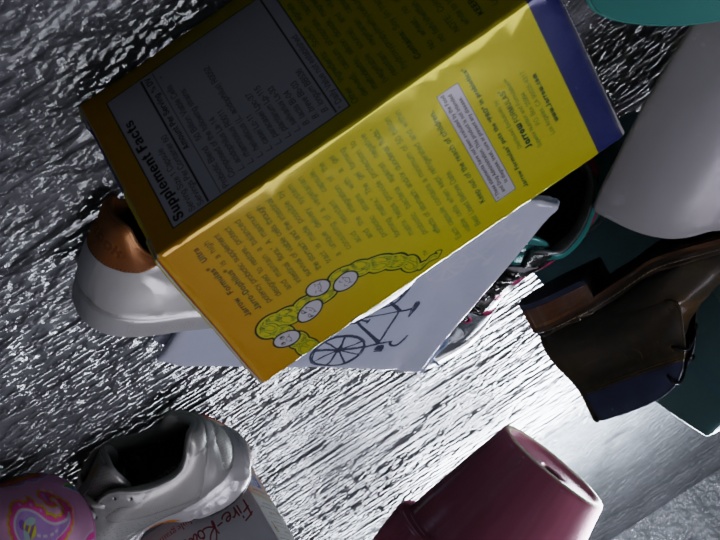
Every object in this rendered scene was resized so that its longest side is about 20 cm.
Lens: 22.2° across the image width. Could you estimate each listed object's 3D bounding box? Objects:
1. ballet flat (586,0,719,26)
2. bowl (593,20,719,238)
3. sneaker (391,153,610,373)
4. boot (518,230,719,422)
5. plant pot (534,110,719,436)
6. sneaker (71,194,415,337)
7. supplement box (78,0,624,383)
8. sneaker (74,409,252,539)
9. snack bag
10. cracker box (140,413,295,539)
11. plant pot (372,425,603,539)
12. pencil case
[{"bbox_3d":[0.218,-0.176,0.982,0.198,0.068,0.067,-4,147,23],"label":"ballet flat"},{"bbox_3d":[0.246,-0.113,1.126,0.199,0.074,0.201,-35,157,-45],"label":"bowl"},{"bbox_3d":[0.082,-0.013,1.173,0.200,0.084,0.121,-42,167,-1],"label":"sneaker"},{"bbox_3d":[0.207,0.027,1.183,0.199,0.098,0.075,-22,-171,34],"label":"boot"},{"bbox_3d":[0.235,0.002,1.291,0.140,0.201,0.142,-19,158,-36],"label":"plant pot"},{"bbox_3d":[-0.045,-0.017,0.939,0.198,0.073,0.085,-10,140,-28],"label":"sneaker"},{"bbox_3d":[-0.004,-0.065,0.813,0.199,0.109,0.110,-34,139,2],"label":"supplement box"},{"bbox_3d":[-0.172,0.154,1.212,0.199,0.076,0.092,-37,147,1],"label":"sneaker"},{"bbox_3d":[0.000,0.000,1.083,0.198,0.022,0.189,4,141,-31],"label":"snack bag"},{"bbox_3d":[-0.105,0.220,1.263,0.133,0.201,0.058,-35,162,4],"label":"cracker box"},{"bbox_3d":[0.140,0.264,1.838,0.180,0.200,0.200,-52,159,7],"label":"plant pot"},{"bbox_3d":[-0.251,0.175,1.089,0.087,0.088,0.199,-44,160,30],"label":"pencil case"}]
